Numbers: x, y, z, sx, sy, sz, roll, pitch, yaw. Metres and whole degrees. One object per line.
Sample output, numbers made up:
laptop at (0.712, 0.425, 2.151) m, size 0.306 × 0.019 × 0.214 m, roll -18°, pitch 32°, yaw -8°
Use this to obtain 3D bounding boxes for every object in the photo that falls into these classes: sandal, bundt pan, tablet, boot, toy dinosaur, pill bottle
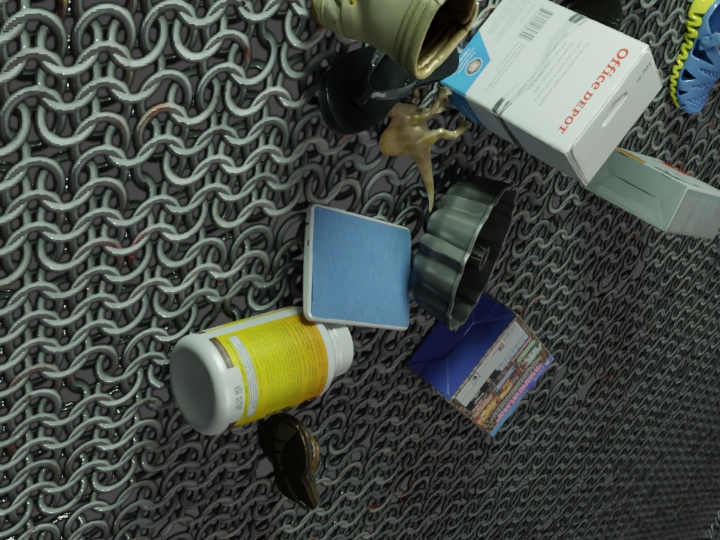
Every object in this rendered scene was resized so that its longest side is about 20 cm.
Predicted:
sandal at (0.531, -0.321, 1.431) m, size 0.079 × 0.087 × 0.202 m, roll -34°, pitch 143°, yaw -26°
bundt pan at (0.125, -0.030, 1.191) m, size 0.203 × 0.075 × 0.203 m, roll -54°, pitch 158°, yaw -33°
tablet at (0.000, 0.000, 1.112) m, size 0.199 × 0.014 × 0.132 m, roll 11°, pitch 79°, yaw -53°
sandal at (-0.080, 0.243, 1.229) m, size 0.055 × 0.081 × 0.201 m, roll -50°, pitch 147°, yaw -32°
boot at (0.054, -0.288, 0.854) m, size 0.072 × 0.155 × 0.201 m, roll 19°, pitch 105°, yaw -53°
boot at (0.272, -0.243, 1.208) m, size 0.151 × 0.072 × 0.202 m, roll 92°, pitch 17°, yaw -61°
toy dinosaur at (0.069, -0.160, 1.086) m, size 0.101 × 0.058 × 0.200 m, roll -35°, pitch 143°, yaw 3°
sandal at (0.033, -0.207, 0.972) m, size 0.199 × 0.043 × 0.077 m, roll -37°, pitch 102°, yaw -32°
pill bottle at (-0.105, 0.104, 1.049) m, size 0.198 × 0.109 × 0.110 m, roll -14°, pitch 130°, yaw -41°

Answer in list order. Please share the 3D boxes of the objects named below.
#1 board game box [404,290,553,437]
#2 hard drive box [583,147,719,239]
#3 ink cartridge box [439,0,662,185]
board game box at (0.183, 0.137, 1.415) m, size 0.160 × 0.097 × 0.200 m, roll -51°, pitch 145°, yaw -2°
hard drive box at (0.468, -0.121, 1.470) m, size 0.199 × 0.155 × 0.078 m, roll 3°, pitch 117°, yaw -50°
ink cartridge box at (0.212, -0.211, 1.061) m, size 0.147 × 0.200 × 0.086 m, roll -51°, pitch 145°, yaw -1°
